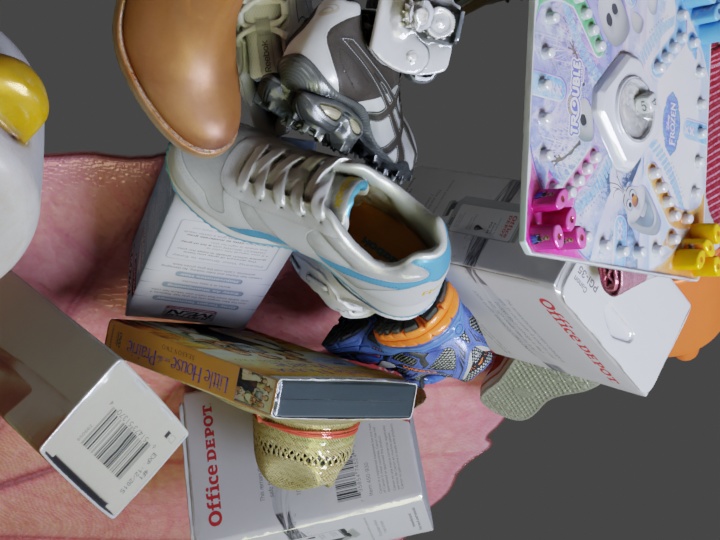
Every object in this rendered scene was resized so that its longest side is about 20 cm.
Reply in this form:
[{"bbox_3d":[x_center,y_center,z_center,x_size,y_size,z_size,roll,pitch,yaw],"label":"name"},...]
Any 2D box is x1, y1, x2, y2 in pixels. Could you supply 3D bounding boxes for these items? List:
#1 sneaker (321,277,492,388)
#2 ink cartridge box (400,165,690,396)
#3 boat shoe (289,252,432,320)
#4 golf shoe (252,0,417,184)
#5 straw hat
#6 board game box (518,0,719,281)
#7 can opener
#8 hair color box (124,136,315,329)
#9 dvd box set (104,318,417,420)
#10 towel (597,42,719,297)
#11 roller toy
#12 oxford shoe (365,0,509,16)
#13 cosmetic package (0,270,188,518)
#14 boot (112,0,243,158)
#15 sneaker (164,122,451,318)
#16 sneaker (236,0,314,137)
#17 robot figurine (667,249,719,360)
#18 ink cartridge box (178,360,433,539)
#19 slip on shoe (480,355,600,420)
[{"bbox_3d":[0.032,0.055,1.017,0.079,0.200,0.075,46,75,-15],"label":"sneaker"},{"bbox_3d":[0.124,0.005,0.997,0.146,0.199,0.083,45,70,-37],"label":"ink cartridge box"},{"bbox_3d":[0.000,0.000,0.971,0.072,0.200,0.066,-9,115,-19],"label":"boat shoe"},{"bbox_3d":[0.006,-0.118,0.884,0.096,0.077,0.200,-65,163,1],"label":"golf shoe"},{"bbox_3d":[-0.046,0.130,1.081,0.198,0.201,0.087,4,99,-14],"label":"straw hat"},{"bbox_3d":[0.176,-0.102,0.855,0.026,0.203,0.198,0,174,45],"label":"board game box"},{"bbox_3d":[0.045,-0.216,0.811,0.052,0.066,0.203,10,99,-17],"label":"can opener"},{"bbox_3d":[-0.106,-0.027,0.981,0.097,0.061,0.200,8,152,-17],"label":"hair color box"},{"bbox_3d":[-0.076,0.072,1.000,0.145,0.198,0.030,7,96,-45],"label":"dvd box set"},{"bbox_3d":[0.218,-0.077,0.930,0.198,0.146,0.023,-19,-171,-42],"label":"towel"},{"bbox_3d":[-0.298,-0.072,0.882,0.197,0.141,0.184,-4,137,-8],"label":"roller toy"},{"bbox_3d":[0.094,-0.198,0.880,0.198,0.074,0.084,-25,147,22],"label":"oxford shoe"},{"bbox_3d":[-0.231,0.085,1.005,0.087,0.199,0.104,-47,133,-13],"label":"cosmetic package"},{"bbox_3d":[-0.077,-0.171,0.771,0.076,0.203,0.154,-11,-175,-39],"label":"boot"},{"bbox_3d":[-0.031,-0.047,0.850,0.198,0.077,0.081,26,156,4],"label":"sneaker"},{"bbox_3d":[-0.057,-0.174,0.861,0.073,0.088,0.202,-5,135,6],"label":"sneaker"},{"bbox_3d":[0.236,-0.011,1.063,0.116,0.143,0.201,-41,143,-24],"label":"robot figurine"},{"bbox_3d":[-0.048,0.167,1.167,0.197,0.149,0.083,-13,148,4],"label":"ink cartridge box"},{"bbox_3d":[0.159,0.071,1.132,0.073,0.062,0.200,28,154,-6],"label":"slip on shoe"}]
